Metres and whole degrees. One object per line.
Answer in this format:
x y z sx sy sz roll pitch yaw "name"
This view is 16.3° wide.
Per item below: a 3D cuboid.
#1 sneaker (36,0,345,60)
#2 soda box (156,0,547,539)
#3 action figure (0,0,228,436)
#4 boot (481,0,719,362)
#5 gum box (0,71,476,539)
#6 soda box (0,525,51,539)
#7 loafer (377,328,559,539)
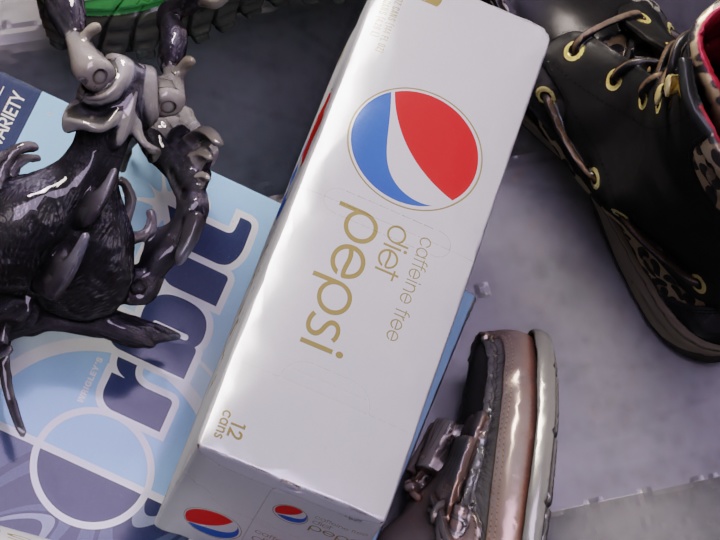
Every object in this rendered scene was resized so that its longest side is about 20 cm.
-0.024 -0.140 0.896 0.200 0.085 0.078 -18 32 -9 "sneaker"
0.000 0.000 0.832 0.064 0.068 0.200 23 59 -5 "soda box"
-0.092 -0.051 0.824 0.119 0.102 0.200 24 99 -26 "action figure"
0.109 -0.068 0.890 0.073 0.151 0.200 -26 86 -15 "boot"
-0.083 0.044 0.869 0.200 0.045 0.170 25 67 -5 "gum box"
-0.074 0.130 0.788 0.200 0.064 0.068 16 91 -4 "soda box"
0.029 0.113 0.863 0.063 0.072 0.200 8 73 -4 "loafer"
